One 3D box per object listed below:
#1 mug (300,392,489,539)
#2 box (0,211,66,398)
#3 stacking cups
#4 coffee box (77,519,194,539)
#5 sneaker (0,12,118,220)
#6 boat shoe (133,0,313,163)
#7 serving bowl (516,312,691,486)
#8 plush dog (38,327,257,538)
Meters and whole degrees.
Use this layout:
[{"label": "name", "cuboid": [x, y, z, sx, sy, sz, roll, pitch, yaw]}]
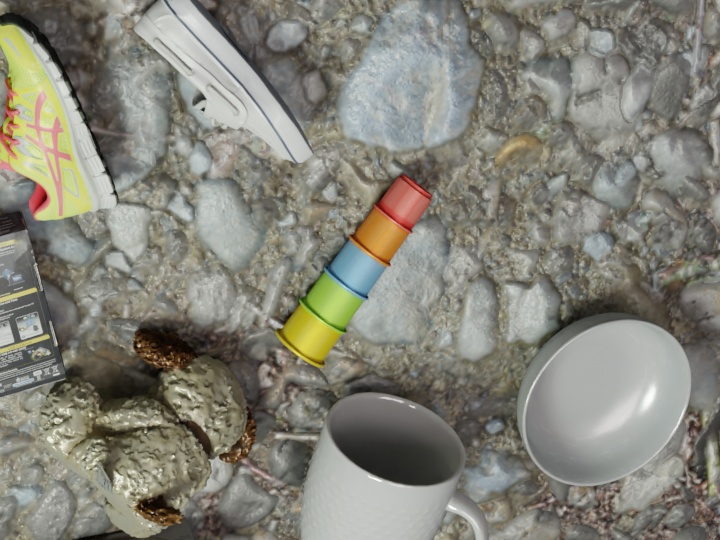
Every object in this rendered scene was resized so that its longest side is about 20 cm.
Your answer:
[{"label": "mug", "cuboid": [0.035, 0.248, 1.605, 0.199, 0.148, 0.176, 23, 120, 8]}, {"label": "box", "cuboid": [-0.379, 0.050, 1.422, 0.199, 0.049, 0.162, -17, 122, -13]}, {"label": "stacking cups", "cuboid": [0.000, 0.000, 1.535, 0.060, 0.061, 0.200, 33, 100, -31]}, {"label": "coffee box", "cuboid": [-0.254, 0.326, 1.571, 0.198, 0.113, 0.080, -8, 118, -16]}, {"label": "sneaker", "cuboid": [-0.279, -0.123, 1.358, 0.090, 0.078, 0.201, -22, 122, -7]}, {"label": "boat shoe", "cuboid": [-0.121, -0.163, 1.409, 0.065, 0.074, 0.200, -38, 112, 6]}, {"label": "serving bowl", "cuboid": [0.251, 0.128, 1.694, 0.198, 0.066, 0.202, -9, 118, -17]}, {"label": "plush dog", "cuboid": [-0.180, 0.155, 1.510, 0.172, 0.160, 0.200, -51, 127, -23]}]
